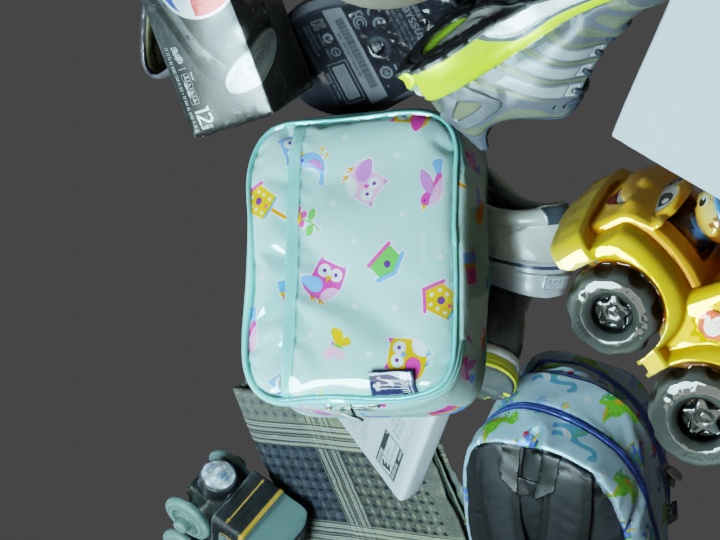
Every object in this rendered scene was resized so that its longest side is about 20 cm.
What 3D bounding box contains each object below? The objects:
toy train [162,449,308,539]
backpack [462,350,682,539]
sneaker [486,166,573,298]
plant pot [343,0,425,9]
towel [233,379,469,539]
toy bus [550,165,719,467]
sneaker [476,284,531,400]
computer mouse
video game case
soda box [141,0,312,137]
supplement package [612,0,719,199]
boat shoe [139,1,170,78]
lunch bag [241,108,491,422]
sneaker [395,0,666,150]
[{"bbox_3d":[-0.103,0.234,1.800,0.114,0.085,0.200,34,148,17],"label":"toy train"},{"bbox_3d":[0.146,0.155,1.513,0.163,0.154,0.200,18,158,30],"label":"backpack"},{"bbox_3d":[0.062,-0.043,1.450,0.200,0.073,0.071,18,107,30],"label":"sneaker"},{"bbox_3d":[0.032,-0.236,1.203,0.200,0.200,0.174,43,155,-3],"label":"plant pot"},{"bbox_3d":[0.005,0.169,1.719,0.200,0.035,0.193,3,125,40],"label":"towel"},{"bbox_3d":[0.243,0.005,1.300,0.192,0.136,0.200,-34,100,37],"label":"toy bus"},{"bbox_3d":[0.069,0.047,1.519,0.074,0.085,0.200,28,167,-21],"label":"sneaker"},{"bbox_3d":[0.039,-0.154,1.372,0.200,0.053,0.139,-11,118,30],"label":"computer mouse"},{"bbox_3d":[-0.001,0.049,1.503,0.182,0.023,0.200,52,156,19],"label":"video game case"},{"bbox_3d":[-0.101,-0.191,1.347,0.063,0.071,0.201,-15,104,28],"label":"soda box"},{"bbox_3d":[0.253,-0.131,1.167,0.156,0.111,0.200,31,140,11],"label":"supplement package"},{"bbox_3d":[-0.106,-0.204,1.424,0.072,0.065,0.200,35,140,11],"label":"boat shoe"},{"bbox_3d":[0.000,0.000,1.374,0.160,0.201,0.077,-2,168,18],"label":"lunch bag"},{"bbox_3d":[0.122,-0.140,1.278,0.200,0.074,0.081,-24,119,31],"label":"sneaker"}]
